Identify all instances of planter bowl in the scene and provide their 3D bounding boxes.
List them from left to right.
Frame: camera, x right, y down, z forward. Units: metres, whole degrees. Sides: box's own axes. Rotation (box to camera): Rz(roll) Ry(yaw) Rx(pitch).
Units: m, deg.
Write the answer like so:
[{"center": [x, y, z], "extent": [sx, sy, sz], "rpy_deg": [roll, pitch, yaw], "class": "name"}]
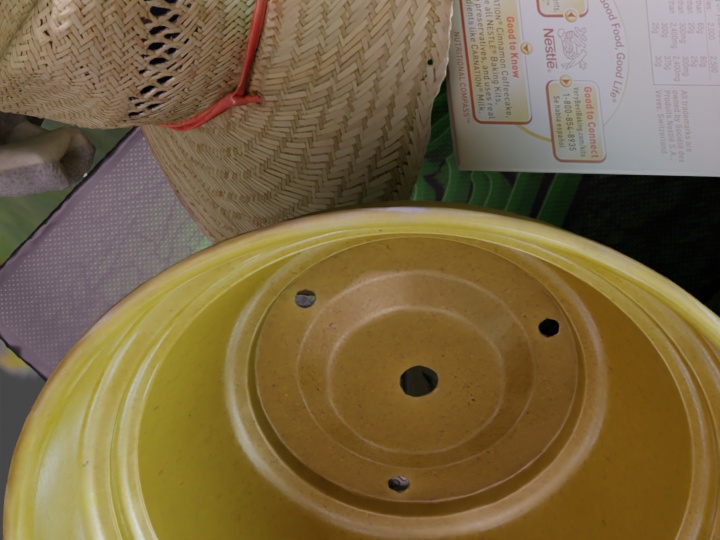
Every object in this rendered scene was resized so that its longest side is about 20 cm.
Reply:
[{"center": [0.014, 0.048, 0.711], "extent": [0.199, 0.084, 0.201], "rpy_deg": [1, 124, 2], "class": "planter bowl"}]

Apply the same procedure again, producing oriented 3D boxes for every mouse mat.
[{"center": [0.000, 0.000, 0.850], "extent": [0.161, 0.008, 0.200], "rpy_deg": [43, 109, -8], "class": "mouse mat"}]

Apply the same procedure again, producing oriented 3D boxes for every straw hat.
[{"center": [-0.063, -0.081, 0.738], "extent": [0.201, 0.085, 0.202], "rpy_deg": [31, 128, 50], "class": "straw hat"}]

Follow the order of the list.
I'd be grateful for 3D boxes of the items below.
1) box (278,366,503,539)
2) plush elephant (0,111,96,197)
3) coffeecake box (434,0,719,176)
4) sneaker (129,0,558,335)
[{"center": [0.042, 0.109, 0.845], "extent": [0.095, 0.078, 0.200], "rpy_deg": [-38, 114, 17], "class": "box"}, {"center": [-0.149, -0.090, 0.866], "extent": [0.165, 0.154, 0.201], "rpy_deg": [26, 96, 56], "class": "plush elephant"}, {"center": [0.138, -0.085, 0.726], "extent": [0.199, 0.154, 0.073], "rpy_deg": [2, 116, 22], "class": "coffeecake box"}, {"center": [0.007, -0.024, 0.883], "extent": [0.088, 0.075, 0.200], "rpy_deg": [-40, 101, 20], "class": "sneaker"}]
